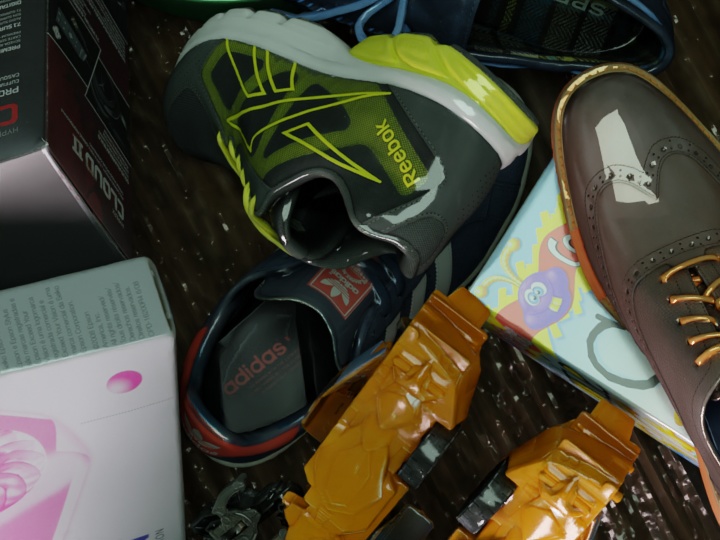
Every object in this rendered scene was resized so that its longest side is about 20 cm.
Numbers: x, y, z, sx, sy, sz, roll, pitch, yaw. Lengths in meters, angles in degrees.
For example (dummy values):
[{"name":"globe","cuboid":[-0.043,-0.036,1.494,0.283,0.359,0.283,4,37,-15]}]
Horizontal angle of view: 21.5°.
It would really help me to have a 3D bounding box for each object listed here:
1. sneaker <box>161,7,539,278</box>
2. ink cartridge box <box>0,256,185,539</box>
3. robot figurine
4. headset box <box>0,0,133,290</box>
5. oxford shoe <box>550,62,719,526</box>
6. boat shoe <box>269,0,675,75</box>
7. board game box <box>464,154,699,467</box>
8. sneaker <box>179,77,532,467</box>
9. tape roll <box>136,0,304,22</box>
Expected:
[{"name":"sneaker","cuboid":[-0.025,-0.048,0.731,0.074,0.199,0.085,44,68,-32]},{"name":"ink cartridge box","cuboid":[-0.164,0.088,0.704,0.198,0.197,0.044,-14,56,-13]},{"name":"robot figurine","cuboid":[0.016,0.108,0.740,0.145,0.058,0.200,38,127,4]},{"name":"headset box","cuboid":[-0.166,-0.063,0.706,0.147,0.077,0.201,-15,51,12]},{"name":"oxford shoe","cuboid":[0.128,0.014,0.666,0.071,0.073,0.201,-28,85,1]},{"name":"boat shoe","cuboid":[0.039,-0.123,0.749,0.198,0.069,0.085,5,119,-17]},{"name":"board game box","cuboid":[0.150,0.025,0.753,0.199,0.103,0.105,32,88,4]},{"name":"sneaker","cuboid":[0.000,0.000,0.772,0.075,0.085,0.201,38,88,5]},{"name":"tape roll","cuboid":[-0.055,-0.208,0.808,0.198,0.048,0.203,0,86,3]}]
